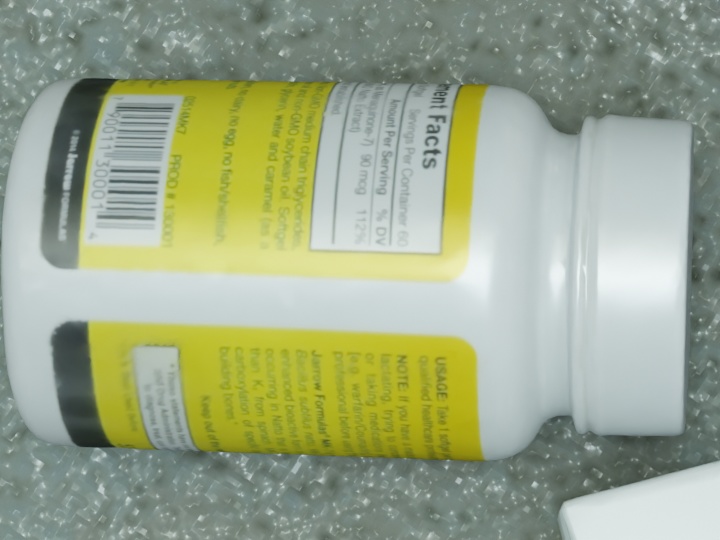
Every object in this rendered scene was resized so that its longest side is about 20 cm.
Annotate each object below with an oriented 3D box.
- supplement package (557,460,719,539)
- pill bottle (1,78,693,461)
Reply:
[{"bbox_3d":[0.167,0.101,0.790,0.199,0.117,0.117,-15,80,4],"label":"supplement package"},{"bbox_3d":[0.000,0.000,0.828,0.199,0.114,0.115,2,81,7],"label":"pill bottle"}]
